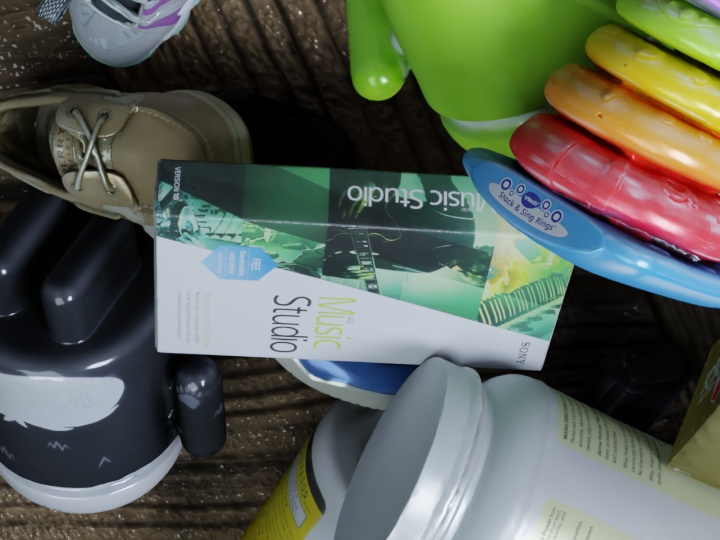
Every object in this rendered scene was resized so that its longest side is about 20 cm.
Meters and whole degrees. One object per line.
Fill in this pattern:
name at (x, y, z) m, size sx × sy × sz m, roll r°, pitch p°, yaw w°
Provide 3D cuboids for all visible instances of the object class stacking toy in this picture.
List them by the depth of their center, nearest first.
stacking toy at (0.140, -0.093, 1.013) m, size 0.116 × 0.109 × 0.201 m, roll 35°, pitch 103°, yaw 41°

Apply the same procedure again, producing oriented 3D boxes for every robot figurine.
robot figurine at (0.068, -0.129, 1.098) m, size 0.175 × 0.116 × 0.201 m, roll -16°, pitch 121°, yaw 21°
robot figurine at (-0.156, 0.044, 1.346) m, size 0.124 × 0.151 × 0.201 m, roll -20°, pitch 142°, yaw -14°

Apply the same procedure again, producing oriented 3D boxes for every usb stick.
usb stick at (0.114, 0.104, 1.329) m, size 0.033 × 0.055 × 0.200 m, roll 62°, pitch 142°, yaw 26°

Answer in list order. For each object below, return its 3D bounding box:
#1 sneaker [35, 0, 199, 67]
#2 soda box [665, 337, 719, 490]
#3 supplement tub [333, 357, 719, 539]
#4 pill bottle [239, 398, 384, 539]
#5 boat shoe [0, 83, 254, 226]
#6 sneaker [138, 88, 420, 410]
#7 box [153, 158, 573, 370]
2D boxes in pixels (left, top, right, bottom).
sneaker at (-0.119, -0.146, 1.154) m, size 0.077 × 0.140 × 0.201 m, roll 25°, pitch 134°, yaw 3°
soda box at (0.190, 0.056, 1.101) m, size 0.064 × 0.068 × 0.200 m, roll 22°, pitch 167°, yaw 5°
supplement tub at (0.100, 0.140, 1.226) m, size 0.199 × 0.145 × 0.145 m, roll 26°, pitch 136°, yaw -12°
pill bottle at (-0.009, 0.161, 1.392) m, size 0.111 × 0.112 × 0.200 m, roll 31°, pitch 135°, yaw -3°
boat shoe at (-0.125, -0.058, 1.232) m, size 0.200 × 0.065 × 0.073 m, roll 17°, pitch 108°, yaw 51°
sneaker at (-0.021, -0.014, 1.269) m, size 0.200 × 0.077 × 0.111 m, roll 41°, pitch 143°, yaw -3°
box at (0.000, 0.000, 1.181) m, size 0.199 × 0.037 × 0.145 m, roll 2°, pitch 153°, yaw -3°
